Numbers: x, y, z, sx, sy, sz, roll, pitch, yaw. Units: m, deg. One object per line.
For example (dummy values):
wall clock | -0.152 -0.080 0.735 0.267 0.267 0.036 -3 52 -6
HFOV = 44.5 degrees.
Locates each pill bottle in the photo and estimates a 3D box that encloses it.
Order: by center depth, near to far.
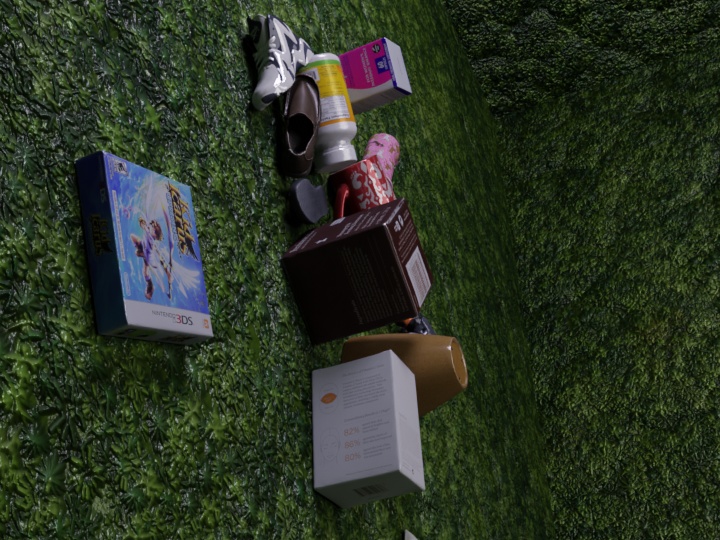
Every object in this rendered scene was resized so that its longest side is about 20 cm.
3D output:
pill bottle | -0.069 -0.295 1.670 0.111 0.109 0.205 -7 82 -71

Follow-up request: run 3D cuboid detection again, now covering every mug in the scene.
mug | 0.017 -0.114 1.755 0.204 0.131 0.177 68 18 -7

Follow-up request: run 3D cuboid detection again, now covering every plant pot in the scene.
plant pot | 0.090 0.193 1.614 0.186 0.196 0.191 -16 90 -70

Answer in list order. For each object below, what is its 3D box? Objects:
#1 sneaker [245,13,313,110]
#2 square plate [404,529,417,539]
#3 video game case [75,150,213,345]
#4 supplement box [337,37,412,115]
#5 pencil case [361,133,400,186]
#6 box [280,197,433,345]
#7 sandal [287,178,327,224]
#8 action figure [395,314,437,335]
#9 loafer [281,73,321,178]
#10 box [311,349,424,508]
sneaker | -0.166 -0.374 1.525 0.130 0.079 0.201 47 48 -18
square plate | 0.127 0.620 1.646 0.201 0.028 0.201 -87 154 -44
video game case | -0.251 -0.021 1.043 0.181 0.044 0.205 22 55 -68
supplement box | -0.011 -0.376 1.766 0.103 0.196 0.104 -8 81 -69
pencil case | 0.043 -0.233 1.990 0.202 0.084 0.084 -75 175 -56
box | 0.000 0.000 1.503 0.166 0.196 0.168 -55 126 -66
sandal | -0.098 -0.118 1.573 0.200 0.042 0.078 -3 85 -80
action figure | 0.109 0.127 1.873 0.196 0.103 0.201 59 20 -14
loafer | -0.100 -0.266 1.557 0.072 0.071 0.205 118 -26 -67
box | 0.010 0.254 1.408 0.106 0.149 0.204 47 33 -50
